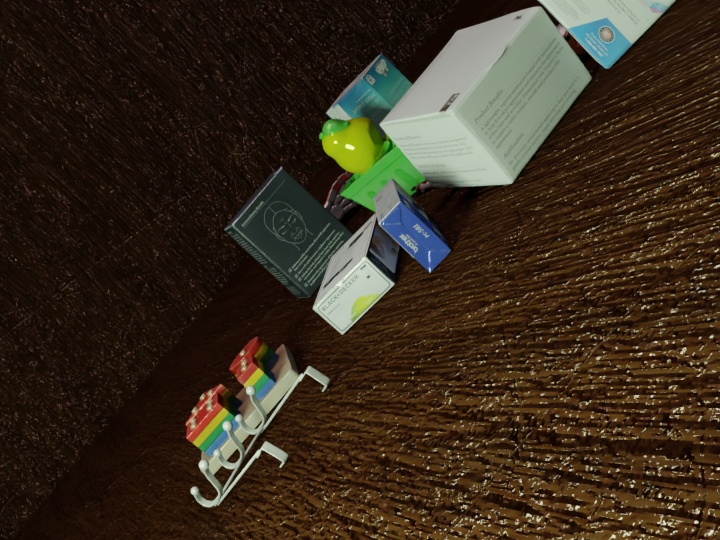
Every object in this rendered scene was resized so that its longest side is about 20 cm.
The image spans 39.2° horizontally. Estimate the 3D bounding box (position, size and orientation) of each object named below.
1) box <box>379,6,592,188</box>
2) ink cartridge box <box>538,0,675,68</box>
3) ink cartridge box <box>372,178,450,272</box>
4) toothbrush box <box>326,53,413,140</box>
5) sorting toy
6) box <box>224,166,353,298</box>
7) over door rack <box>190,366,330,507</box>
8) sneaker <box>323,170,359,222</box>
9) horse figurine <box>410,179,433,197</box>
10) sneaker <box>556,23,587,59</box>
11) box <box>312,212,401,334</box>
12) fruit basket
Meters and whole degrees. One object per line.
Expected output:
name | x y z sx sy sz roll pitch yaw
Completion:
box | 0.166 -0.228 1.366 0.200 0.131 0.199 -51 23 -16
ink cartridge box | 0.335 -0.386 1.295 0.200 0.144 0.085 -45 9 16
ink cartridge box | 0.066 -0.065 1.377 0.044 0.094 0.200 -45 10 9
toothbrush box | 0.056 -0.286 1.921 0.146 0.200 0.086 -31 20 53
sorting toy | -0.191 0.195 1.557 0.200 0.069 0.199 -49 10 -1
box | -0.133 -0.069 1.909 0.149 0.200 0.107 -49 11 -12
over door rack | -0.139 0.208 1.305 0.200 0.066 0.148 -38 15 44
sneaker | -0.045 -0.145 2.184 0.200 0.077 0.082 -49 4 -4
horse figurine | 0.170 -0.188 1.523 0.132 0.050 0.201 -23 29 54
sneaker | 0.299 -0.327 1.469 0.199 0.076 0.092 -33 10 32
box | 0.000 0.000 1.505 0.117 0.060 0.200 -44 11 19
fruit basket | 0.027 -0.215 1.789 0.215 0.215 0.156 -36 16 48
